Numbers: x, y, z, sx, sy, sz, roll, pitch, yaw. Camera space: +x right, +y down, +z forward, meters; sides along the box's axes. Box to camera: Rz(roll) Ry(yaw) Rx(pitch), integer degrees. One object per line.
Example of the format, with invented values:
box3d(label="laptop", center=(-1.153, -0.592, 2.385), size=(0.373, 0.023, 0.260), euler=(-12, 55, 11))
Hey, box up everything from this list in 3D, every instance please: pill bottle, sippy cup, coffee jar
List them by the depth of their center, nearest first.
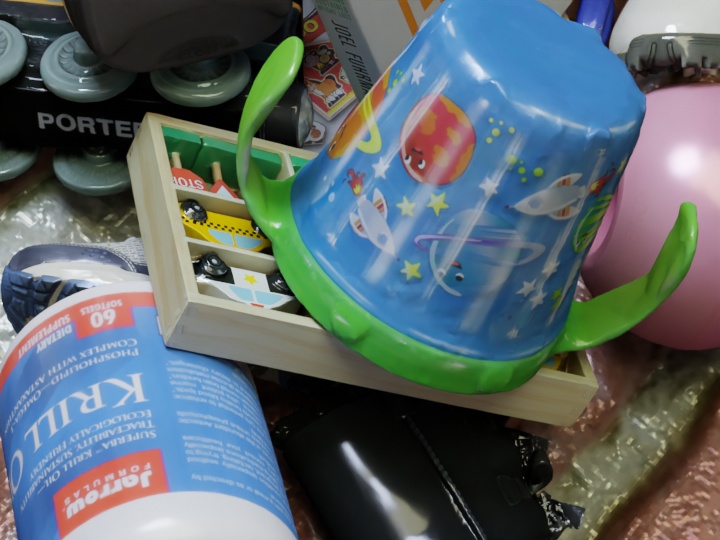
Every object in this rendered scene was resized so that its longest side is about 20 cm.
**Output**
box3d(label="pill bottle", center=(-0.082, 0.107, 0.955), size=(0.111, 0.113, 0.201), euler=(-5, 40, -14))
box3d(label="sippy cup", center=(0.049, -0.041, 0.987), size=(0.177, 0.131, 0.140), euler=(-4, 47, -42))
box3d(label="coffee jar", center=(-0.098, -0.168, 1.073), size=(0.104, 0.086, 0.200), euler=(-14, 36, -9))

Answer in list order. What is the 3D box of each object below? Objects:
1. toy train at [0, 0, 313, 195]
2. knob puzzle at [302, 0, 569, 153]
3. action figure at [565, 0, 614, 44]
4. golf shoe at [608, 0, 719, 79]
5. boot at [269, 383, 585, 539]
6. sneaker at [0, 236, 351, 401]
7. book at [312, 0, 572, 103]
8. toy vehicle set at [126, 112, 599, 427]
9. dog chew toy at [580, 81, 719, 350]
box3d(label="toy train", center=(-0.115, -0.097, 1.112), size=(0.199, 0.086, 0.114), euler=(5, 45, 8))
box3d(label="knob puzzle", center=(-0.004, -0.129, 1.183), size=(0.218, 0.031, 0.221), euler=(-3, 61, 6))
box3d(label="action figure", center=(0.106, -0.115, 1.194), size=(0.065, 0.052, 0.201), euler=(8, 62, 0))
box3d(label="golf shoe", center=(0.163, -0.147, 1.158), size=(0.077, 0.089, 0.200), euler=(0, 21, 21))
box3d(label="boot", center=(0.009, 0.130, 1.017), size=(0.197, 0.073, 0.163), euler=(-15, 66, -27))
box3d(label="sneaker", center=(-0.065, 0.009, 1.081), size=(0.199, 0.077, 0.086), euler=(8, 49, -16))
box3d(label="book", center=(0.028, -0.150, 1.058), size=(0.048, 0.200, 0.134), euler=(21, 65, 32))
box3d(label="toy vehicle set", center=(0.000, 0.000, 1.040), size=(0.199, 0.027, 0.125), euler=(12, 37, -26))
box3d(label="dog chew toy", center=(0.203, -0.018, 1.120), size=(0.199, 0.125, 0.125), euler=(9, 58, -15))
